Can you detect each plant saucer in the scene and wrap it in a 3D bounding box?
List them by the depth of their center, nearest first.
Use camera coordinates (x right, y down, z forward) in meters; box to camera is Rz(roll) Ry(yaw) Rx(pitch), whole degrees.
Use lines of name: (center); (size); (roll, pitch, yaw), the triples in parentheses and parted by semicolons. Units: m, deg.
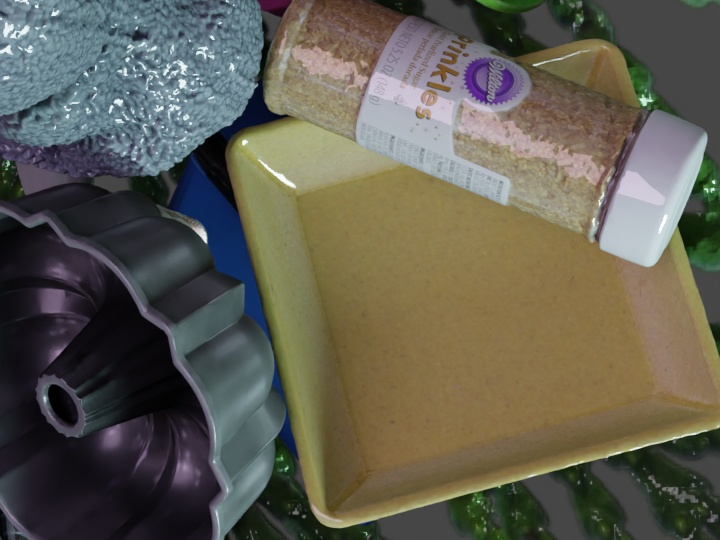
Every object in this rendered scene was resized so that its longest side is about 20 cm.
plant saucer: (0.053, 0.008, 0.939); (0.199, 0.048, 0.201); (-14, 72, -1)

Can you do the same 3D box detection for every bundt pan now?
bundt pan: (-0.114, 0.047, 0.919); (0.201, 0.076, 0.203); (23, 128, 32)

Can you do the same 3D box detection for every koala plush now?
koala plush: (-0.144, -0.115, 0.822); (0.183, 0.200, 0.178); (20, 95, 9)

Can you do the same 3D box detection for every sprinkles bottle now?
sprinkles bottle: (0.056, -0.069, 0.903); (0.199, 0.068, 0.069); (23, 104, 11)

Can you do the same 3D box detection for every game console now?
game console: (0.000, 0.000, 1.032); (0.170, 0.118, 0.200); (-39, 75, -8)

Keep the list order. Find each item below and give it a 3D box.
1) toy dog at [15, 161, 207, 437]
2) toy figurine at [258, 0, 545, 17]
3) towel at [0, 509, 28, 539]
toy dog: (-0.127, 0.003, 1.030); (0.132, 0.096, 0.201); (32, 130, 19)
toy figurine: (-0.008, -0.205, 0.975); (0.183, 0.150, 0.201); (-10, 67, 37)
towel: (-0.249, 0.156, 1.098); (0.165, 0.085, 0.201); (-39, 52, 24)
